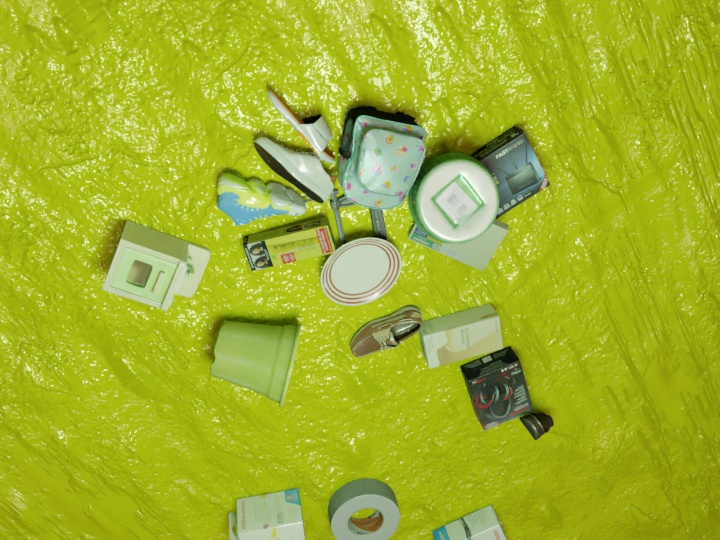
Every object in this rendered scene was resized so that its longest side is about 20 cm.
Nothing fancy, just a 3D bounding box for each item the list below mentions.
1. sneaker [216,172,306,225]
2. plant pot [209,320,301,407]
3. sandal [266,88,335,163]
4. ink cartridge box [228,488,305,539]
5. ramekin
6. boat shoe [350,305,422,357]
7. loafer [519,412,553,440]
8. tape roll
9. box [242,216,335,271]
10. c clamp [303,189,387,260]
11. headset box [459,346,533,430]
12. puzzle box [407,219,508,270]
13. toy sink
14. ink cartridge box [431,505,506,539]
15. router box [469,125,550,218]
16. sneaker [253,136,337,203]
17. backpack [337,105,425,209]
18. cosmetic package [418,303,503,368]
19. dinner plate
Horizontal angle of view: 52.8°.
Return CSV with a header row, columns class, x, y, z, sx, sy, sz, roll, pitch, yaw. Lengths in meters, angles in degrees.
class,x,y,z,sx,sy,sz,roll,pitch,yaw
sneaker,-0.223,-0.142,1.593,0.199,0.076,0.105,20,123,-12
plant pot,-0.248,0.200,1.700,0.183,0.201,0.202,14,113,-4
sandal,-0.109,-0.311,1.519,0.059,0.079,0.207,-39,115,12
ink cartridge box,-0.254,0.696,1.967,0.198,0.129,0.126,-8,118,-6
ramekin,0.205,-0.152,1.569,0.198,0.098,0.202,0,100,0
boat shoe,0.064,0.158,1.790,0.199,0.072,0.076,-32,118,6
loafer,0.479,0.407,1.955,0.071,0.200,0.073,-38,72,7
tape roll,0.010,0.687,2.048,0.199,0.066,0.202,-4,117,-8
box,-0.160,-0.058,1.635,0.198,0.050,0.076,-12,119,4
c clamp,-0.025,-0.104,1.672,0.170,0.027,0.201,-21,117,-6
headset box,0.366,0.322,1.929,0.148,0.075,0.201,-21,118,-2
puzzle box,0.223,-0.090,1.675,0.199,0.026,0.133,23,130,-4
toy sink,-0.442,-0.001,1.590,0.199,0.112,0.131,21,111,-20
ink cartridge box,0.335,0.811,2.163,0.199,0.084,0.147,-25,118,3
router box,0.313,-0.212,1.660,0.199,0.062,0.150,-33,117,6
sneaker,-0.138,-0.236,1.570,0.200,0.073,0.085,38,74,-19
backpack,0.041,-0.229,1.551,0.174,0.154,0.201,6,119,-20
cosmetic package,0.252,0.165,1.831,0.198,0.071,0.106,-16,118,-3
dinner plate,0.000,0.000,1.709,0.199,0.024,0.201,-11,132,-12
